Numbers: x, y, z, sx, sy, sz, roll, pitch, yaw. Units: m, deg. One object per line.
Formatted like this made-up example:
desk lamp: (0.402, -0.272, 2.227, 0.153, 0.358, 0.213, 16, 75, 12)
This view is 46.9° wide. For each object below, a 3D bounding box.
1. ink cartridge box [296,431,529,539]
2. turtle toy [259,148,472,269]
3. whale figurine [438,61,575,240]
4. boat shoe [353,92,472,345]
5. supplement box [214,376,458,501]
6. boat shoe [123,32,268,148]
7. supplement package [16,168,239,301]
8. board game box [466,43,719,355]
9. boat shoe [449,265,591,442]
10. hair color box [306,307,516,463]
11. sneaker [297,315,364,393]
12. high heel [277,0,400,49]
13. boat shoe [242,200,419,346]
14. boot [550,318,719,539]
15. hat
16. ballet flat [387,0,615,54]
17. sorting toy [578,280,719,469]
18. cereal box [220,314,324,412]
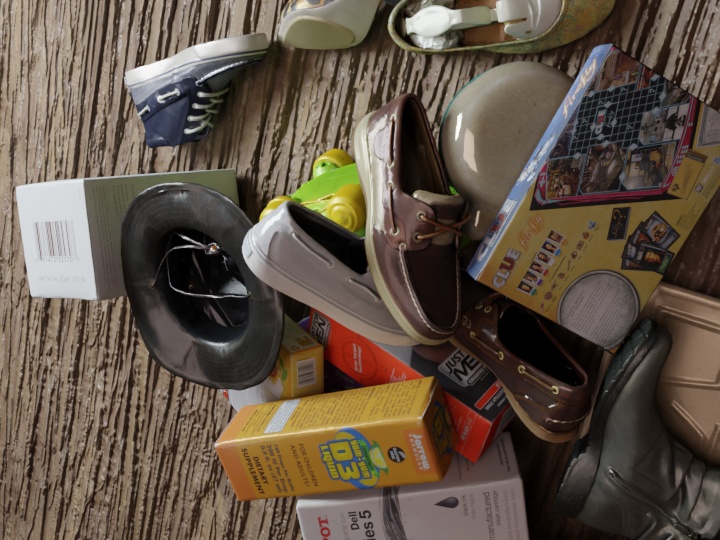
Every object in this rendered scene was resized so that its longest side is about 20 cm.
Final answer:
ink cartridge box: (0.052, 0.241, 0.768, 0.199, 0.084, 0.146, -8, 110, 5)
turtle toy: (0.012, -0.052, 0.774, 0.199, 0.146, 0.101, -5, 119, 33)
whale figurine: (0.149, -0.079, 0.707, 0.159, 0.104, 0.200, -37, 102, 1)
boat shoe: (0.048, -0.043, 0.659, 0.072, 0.072, 0.201, -26, 71, 53)
supplement box: (-0.022, 0.148, 0.722, 0.199, 0.069, 0.067, -13, 108, 21)
boat shoe: (-0.167, -0.189, 0.892, 0.200, 0.075, 0.093, -5, 104, 40)
supplement package: (-0.234, -0.042, 0.874, 0.117, 0.200, 0.118, -1, 98, 37)
board game box: (0.191, -0.052, 0.646, 0.135, 0.035, 0.200, 28, 99, -12)
boat shoe: (0.129, 0.054, 0.720, 0.200, 0.070, 0.070, 48, 151, 38)
hair color box: (0.056, 0.077, 0.777, 0.200, 0.101, 0.061, 31, 134, 22)
sneaker: (-0.004, 0.092, 0.842, 0.200, 0.073, 0.115, 0, 97, 31)
high heel: (-0.008, -0.293, 0.792, 0.200, 0.071, 0.143, -9, 63, 51)
boat shoe: (0.000, 0.000, 0.698, 0.200, 0.072, 0.069, 30, 125, -25)
boot: (0.247, 0.144, 0.670, 0.130, 0.068, 0.201, 22, 116, 15)
hat: (-0.132, 0.008, 0.774, 0.200, 0.081, 0.201, 10, 113, 24)
ballet flat: (0.113, -0.219, 0.711, 0.199, 0.071, 0.071, 2, 100, 31)
sorting toy: (0.296, 0.116, 0.687, 0.199, 0.036, 0.186, 18, 109, 23)
cereal box: (-0.098, 0.103, 0.856, 0.200, 0.039, 0.144, 36, 132, 52)
